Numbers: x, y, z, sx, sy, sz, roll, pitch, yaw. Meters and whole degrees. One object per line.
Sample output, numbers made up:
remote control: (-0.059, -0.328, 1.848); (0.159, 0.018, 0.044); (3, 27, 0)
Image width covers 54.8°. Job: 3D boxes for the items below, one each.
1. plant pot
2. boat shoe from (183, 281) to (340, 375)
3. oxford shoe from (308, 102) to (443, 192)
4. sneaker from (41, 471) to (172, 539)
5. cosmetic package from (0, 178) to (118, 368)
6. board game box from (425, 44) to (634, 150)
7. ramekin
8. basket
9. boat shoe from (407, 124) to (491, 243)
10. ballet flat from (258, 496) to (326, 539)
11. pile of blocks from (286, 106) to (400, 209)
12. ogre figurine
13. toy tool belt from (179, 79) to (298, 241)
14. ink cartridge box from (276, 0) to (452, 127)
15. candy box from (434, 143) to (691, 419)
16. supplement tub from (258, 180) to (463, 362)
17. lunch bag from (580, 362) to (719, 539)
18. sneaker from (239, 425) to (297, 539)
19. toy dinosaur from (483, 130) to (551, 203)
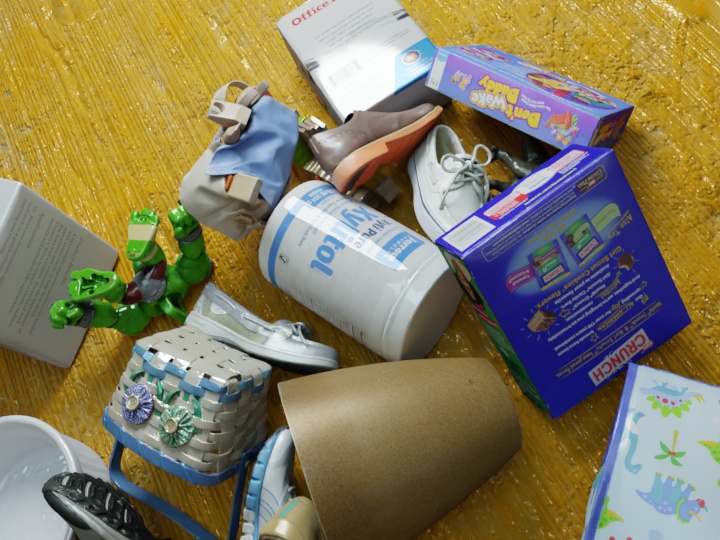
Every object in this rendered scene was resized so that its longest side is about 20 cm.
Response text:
plant pot: (0.045, 0.163, 0.660); (0.198, 0.187, 0.188); (-19, 64, -7)
boat shoe: (-0.109, 0.068, 0.786); (0.200, 0.074, 0.065); (15, 77, 28)
oxford shoe: (0.024, -0.162, 0.793); (0.073, 0.071, 0.199); (47, 47, 8)
sneaker: (-0.240, 0.280, 0.682); (0.079, 0.074, 0.201); (-40, 105, -5)
cosmetic package: (-0.434, -0.002, 0.830); (0.163, 0.200, 0.167); (13, 72, 19)
board game box: (0.191, -0.197, 0.784); (0.199, 0.134, 0.045); (32, 122, 24)
ramekin: (-0.369, 0.269, 0.757); (0.198, 0.098, 0.203); (-5, 67, 12)
basket: (-0.188, 0.173, 0.737); (0.175, 0.139, 0.202); (19, 108, 22)
boat shoe: (0.106, -0.099, 0.752); (0.074, 0.087, 0.203); (18, 35, -18)
ballet flat: (-0.039, 0.293, 0.636); (0.068, 0.202, 0.063); (4, 31, 25)
pile of blocks: (-0.047, -0.130, 0.845); (0.199, 0.082, 0.062); (35, 80, 24)
ogre figurine: (-0.256, 0.012, 0.822); (0.097, 0.120, 0.201); (27, 75, 28)
toy tool belt: (-0.117, -0.141, 0.773); (0.123, 0.124, 0.202); (-27, 45, 53)
ink cartridge box: (0.004, -0.268, 0.887); (0.145, 0.084, 0.201); (-31, 63, 0)
candy box: (0.194, 0.011, 0.662); (0.168, 0.201, 0.077); (-34, 19, -2)
supplement tub: (0.000, 0.000, 0.752); (0.199, 0.132, 0.133); (30, 78, 24)
lunch bag: (0.289, 0.197, 0.594); (0.168, 0.127, 0.202); (15, 82, 21)
sneaker: (-0.076, 0.262, 0.701); (0.086, 0.075, 0.203); (9, 81, 10)
toy dinosaur: (0.189, -0.086, 0.778); (0.101, 0.077, 0.202); (12, 54, -1)
